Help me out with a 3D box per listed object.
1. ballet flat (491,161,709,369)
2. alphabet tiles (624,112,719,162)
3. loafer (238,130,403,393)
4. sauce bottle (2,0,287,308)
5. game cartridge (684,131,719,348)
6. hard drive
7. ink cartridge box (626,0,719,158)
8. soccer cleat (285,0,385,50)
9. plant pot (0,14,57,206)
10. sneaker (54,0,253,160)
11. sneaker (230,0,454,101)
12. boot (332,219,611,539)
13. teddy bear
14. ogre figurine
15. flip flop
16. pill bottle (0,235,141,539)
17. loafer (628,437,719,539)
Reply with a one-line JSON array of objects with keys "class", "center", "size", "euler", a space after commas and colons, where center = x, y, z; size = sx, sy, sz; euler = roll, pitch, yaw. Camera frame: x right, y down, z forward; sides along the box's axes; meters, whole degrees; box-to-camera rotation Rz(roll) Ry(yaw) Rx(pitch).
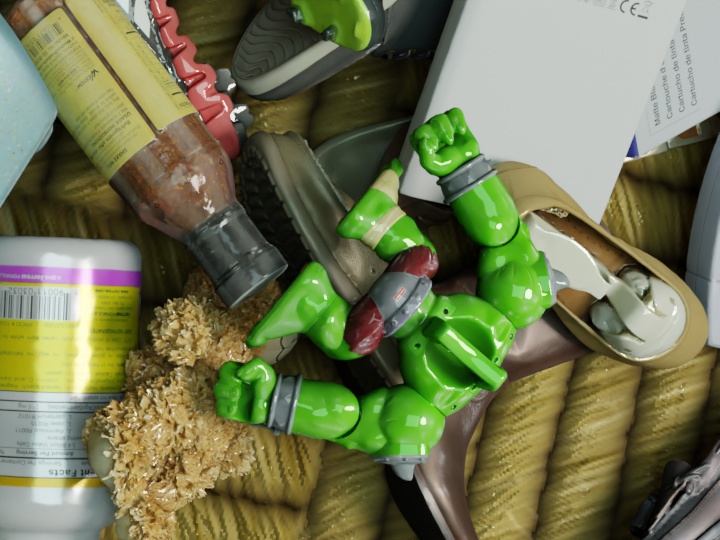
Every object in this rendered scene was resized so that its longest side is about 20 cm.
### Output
[{"class": "ballet flat", "center": [0.140, 0.011, 1.185], "size": [0.200, 0.063, 0.069], "euler": [34, 102, -28]}, {"class": "alphabet tiles", "center": [0.188, -0.177, 1.287], "size": [0.166, 0.006, 0.200], "euler": [-15, 94, -15]}, {"class": "loafer", "center": [0.000, 0.000, 1.166], "size": [0.067, 0.076, 0.200], "euler": [-34, 99, -22]}, {"class": "sauce bottle", "center": [-0.116, -0.069, 1.093], "size": [0.066, 0.066, 0.200], "euler": [-34, 86, -13]}, {"class": "game cartridge", "center": [0.277, -0.042, 1.266], "size": [0.133, 0.041, 0.200], "euler": [12, 99, -27]}, {"class": "hard drive", "center": [0.110, -0.126, 1.163], "size": [0.132, 0.027, 0.200], "euler": [12, 110, -22]}, {"class": "ink cartridge box", "center": [0.171, -0.175, 1.208], "size": [0.200, 0.041, 0.200], "euler": [-29, 121, -22]}, {"class": "soccer cleat", "center": [-0.025, -0.199, 1.149], "size": [0.081, 0.200, 0.068], "euler": [-18, 139, -22]}, {"class": "plant pot", "center": [-0.280, -0.088, 1.071], "size": [0.200, 0.196, 0.196], "euler": [34, 82, -19]}, {"class": "sneaker", "center": [-0.148, -0.135, 1.161], "size": [0.098, 0.071, 0.201], "euler": [-32, 100, -15]}, {"class": "sneaker", "center": [0.025, -0.141, 1.198], "size": [0.200, 0.075, 0.106], "euler": [-36, 129, -5]}, {"class": "boot", "center": [0.102, 0.071, 1.241], "size": [0.200, 0.064, 0.187], "euler": [-26, 98, -18]}, {"class": "teddy bear", "center": [-0.089, 0.070, 1.126], "size": [0.067, 0.200, 0.145], "euler": [4, 117, 25]}, {"class": "ogre figurine", "center": [0.023, 0.025, 1.084], "size": [0.120, 0.098, 0.200], "euler": [40, 66, -2]}, {"class": "flip flop", "center": [0.043, -0.057, 1.220], "size": [0.200, 0.058, 0.081], "euler": [-18, 95, -12]}, {"class": "pill bottle", "center": [-0.178, 0.081, 1.138], "size": [0.104, 0.104, 0.200], "euler": [2, 90, -15]}, {"class": "loafer", "center": [0.219, 0.133, 1.274], "size": [0.200, 0.072, 0.063], "euler": [-37, 80, -18]}]
